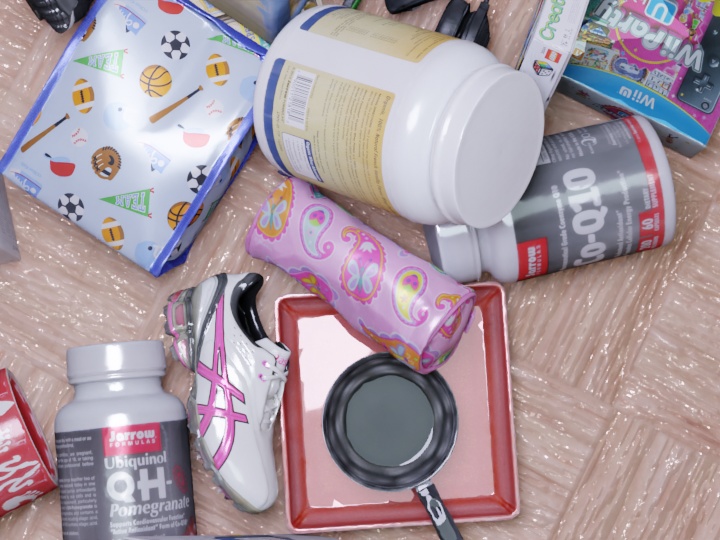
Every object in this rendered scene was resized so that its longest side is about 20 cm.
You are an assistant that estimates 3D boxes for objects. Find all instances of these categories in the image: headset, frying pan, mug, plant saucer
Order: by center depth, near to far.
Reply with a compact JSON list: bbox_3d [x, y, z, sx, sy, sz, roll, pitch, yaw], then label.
[{"bbox_3d":[-0.364,0.152,1.208,0.199,0.134,0.179,-24,117,-7],"label":"mug"},{"bbox_3d":[0.053,0.150,1.242,0.190,0.031,0.115,40,85,-2],"label":"frying pan"},{"bbox_3d":[0.030,0.116,1.278,0.198,0.037,0.202,-4,85,-1],"label":"plant saucer"},{"bbox_3d":[0.070,-0.227,1.304,0.200,0.094,0.124,-39,91,11],"label":"headset"}]

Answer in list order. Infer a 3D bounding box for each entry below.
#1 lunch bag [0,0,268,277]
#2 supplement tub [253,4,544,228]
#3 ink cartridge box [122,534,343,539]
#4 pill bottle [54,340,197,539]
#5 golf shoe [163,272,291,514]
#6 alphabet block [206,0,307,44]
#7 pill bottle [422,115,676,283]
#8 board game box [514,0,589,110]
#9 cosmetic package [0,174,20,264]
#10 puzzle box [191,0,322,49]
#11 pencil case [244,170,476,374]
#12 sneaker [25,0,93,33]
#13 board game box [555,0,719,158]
[{"bbox_3d":[-0.173,-0.126,1.243,0.169,0.124,0.201,31,101,0],"label":"lunch bag"},{"bbox_3d":[0.030,-0.120,1.176,0.199,0.144,0.145,22,84,34],"label":"supplement tub"},{"bbox_3d":[-0.095,0.285,1.179,0.087,0.199,0.147,1,84,43],"label":"ink cartridge box"},{"bbox_3d":[-0.194,0.161,1.229,0.110,0.111,0.202,-6,85,-2],"label":"pill bottle"},{"bbox_3d":[-0.098,0.098,1.234,0.091,0.072,0.202,-21,76,19],"label":"golf shoe"},{"bbox_3d":[-0.100,-0.333,1.211,0.199,0.195,0.197,33,83,0],"label":"alphabet block"},{"bbox_3d":[0.154,-0.054,1.257,0.198,0.114,0.115,-14,86,-3],"label":"pill bottle"},{"bbox_3d":[0.164,-0.217,1.228,0.034,0.127,0.201,21,58,0],"label":"board game box"},{"bbox_3d":[-0.321,-0.052,1.199,0.050,0.200,0.083,-15,85,-4],"label":"cosmetic package"},{"bbox_3d":[-0.113,-0.272,1.312,0.132,0.025,0.202,-17,86,-2],"label":"puzzle box"},{"bbox_3d":[0.000,0.000,1.230,0.199,0.087,0.088,35,85,21],"label":"pencil case"},{"bbox_3d":[-0.239,-0.252,1.225,0.090,0.200,0.070,-40,111,-7],"label":"sneaker"},{"bbox_3d":[0.271,-0.222,1.302,0.147,0.064,0.201,26,86,1],"label":"board game box"}]
